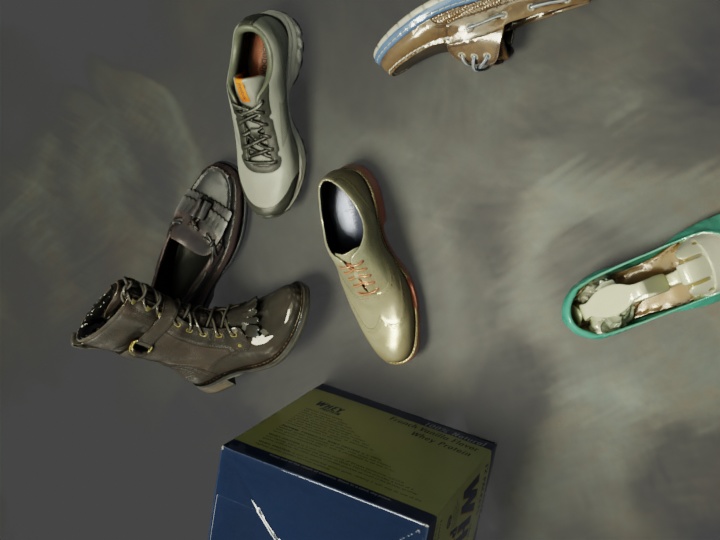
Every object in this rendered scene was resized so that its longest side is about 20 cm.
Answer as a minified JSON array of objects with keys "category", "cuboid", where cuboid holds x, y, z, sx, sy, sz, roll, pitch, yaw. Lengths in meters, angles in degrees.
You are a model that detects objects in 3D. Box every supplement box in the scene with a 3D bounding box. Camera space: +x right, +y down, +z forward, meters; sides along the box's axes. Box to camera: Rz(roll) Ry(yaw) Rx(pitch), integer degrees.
[{"category":"supplement box","cuboid":[-0.004,0.221,0.906,0.199,0.200,0.135,16,106,20]}]

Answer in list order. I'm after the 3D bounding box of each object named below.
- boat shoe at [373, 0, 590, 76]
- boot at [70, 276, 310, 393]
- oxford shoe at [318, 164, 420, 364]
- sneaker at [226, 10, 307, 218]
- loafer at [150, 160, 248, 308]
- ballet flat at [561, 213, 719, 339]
[{"category":"boat shoe","cuboid":[0.104,-0.213,0.846,0.199,0.072,0.073,-26,90,26]},{"category":"boot","cuboid":[-0.167,0.050,0.961,0.200,0.174,0.069,-37,43,27]},{"category":"oxford shoe","cuboid":[0.000,0.000,0.932,0.071,0.074,0.201,-20,92,26]},{"category":"sneaker","cuboid":[-0.099,-0.149,0.946,0.074,0.079,0.201,3,103,21]},{"category":"loafer","cuboid":[-0.174,-0.017,1.011,0.072,0.063,0.201,29,110,17]},{"category":"ballet flat","cuboid":[0.260,0.010,0.821,0.200,0.070,0.068,-27,88,25]}]
